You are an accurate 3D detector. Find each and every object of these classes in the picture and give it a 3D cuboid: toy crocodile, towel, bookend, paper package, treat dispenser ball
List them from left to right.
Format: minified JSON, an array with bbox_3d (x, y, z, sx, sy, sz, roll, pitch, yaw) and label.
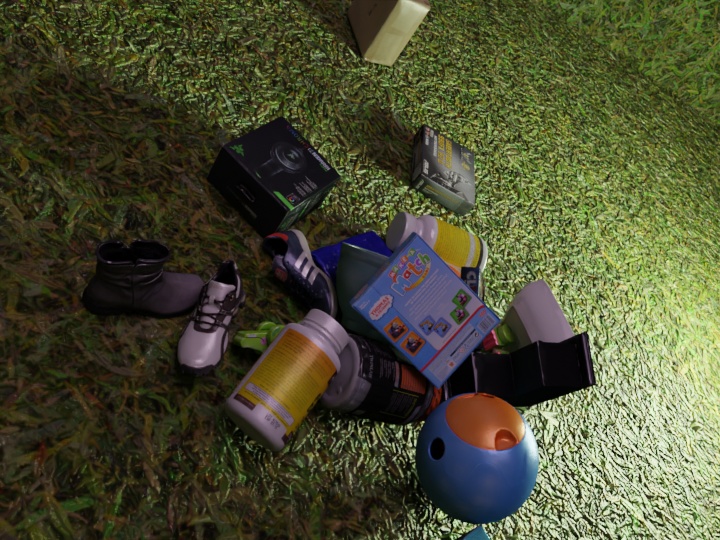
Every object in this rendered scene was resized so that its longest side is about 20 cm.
[{"bbox_3d":[-0.112,0.117,1.208,0.197,0.067,0.063,1,92,-36],"label":"toy crocodile"},{"bbox_3d":[0.000,0.000,1.411,0.198,0.050,0.149,-22,72,-46],"label":"towel"},{"bbox_3d":[0.067,-0.676,1.921,0.102,0.200,0.193,7,51,-34],"label":"paper package"},{"bbox_3d":[0.186,0.300,1.188,0.198,0.201,0.204,21,45,-22],"label":"treat dispenser ball"},{"bbox_3d":[0.268,0.170,1.442,0.061,0.067,0.204,11,61,-50],"label":"toy crocodile"},{"bbox_3d":[0.263,0.173,1.283,0.196,0.199,0.094,4,68,-22],"label":"bookend"}]

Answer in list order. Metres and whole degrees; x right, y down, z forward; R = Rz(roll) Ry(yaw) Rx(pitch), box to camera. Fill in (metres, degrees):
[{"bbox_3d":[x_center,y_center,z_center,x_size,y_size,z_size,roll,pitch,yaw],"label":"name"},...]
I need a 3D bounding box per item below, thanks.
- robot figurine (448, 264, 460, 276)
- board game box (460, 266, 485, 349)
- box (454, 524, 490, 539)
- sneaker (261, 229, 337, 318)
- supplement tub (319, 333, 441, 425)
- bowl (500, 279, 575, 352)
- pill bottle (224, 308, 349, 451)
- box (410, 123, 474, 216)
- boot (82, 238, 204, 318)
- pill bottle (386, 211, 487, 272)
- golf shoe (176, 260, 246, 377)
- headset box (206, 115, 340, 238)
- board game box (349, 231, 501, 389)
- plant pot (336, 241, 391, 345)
[{"bbox_3d":[0.145,0.069,1.418,0.141,0.118,0.202,17,46,-3],"label":"robot figurine"},{"bbox_3d":[0.205,0.074,1.355,0.200,0.034,0.139,27,66,-76],"label":"board game box"},{"bbox_3d":[0.203,0.501,1.124,0.049,0.082,0.202,-17,67,-43],"label":"box"},{"bbox_3d":[-0.113,0.014,1.296,0.083,0.076,0.201,-4,49,-41],"label":"sneaker"},{"bbox_3d":[0.033,0.184,1.214,0.198,0.122,0.124,22,44,-37],"label":"supplement tub"},{"bbox_3d":[0.341,0.143,1.467,0.073,0.201,0.203,-12,60,-14],"label":"bowl"},{"bbox_3d":[-0.103,0.158,1.100,0.109,0.109,0.201,39,67,-2],"label":"pill bottle"},{"bbox_3d":[0.200,-0.243,1.774,0.156,0.048,0.203,26,44,-17],"label":"box"},{"bbox_3d":[-0.304,0.010,1.100,0.197,0.132,0.071,-7,59,-41],"label":"boot"},{"bbox_3d":[0.155,-0.048,1.526,0.197,0.111,0.113,21,45,-24],"label":"pill bottle"},{"bbox_3d":[-0.231,0.067,1.128,0.076,0.096,0.202,10,42,1],"label":"golf shoe"},{"bbox_3d":[-0.166,-0.174,1.394,0.174,0.093,0.200,45,42,4],"label":"headset box"},{"bbox_3d":[0.103,0.064,1.165,0.200,0.151,0.037,44,1,-15],"label":"board game box"},{"bbox_3d":[0.041,0.048,1.267,0.196,0.137,0.200,18,2,-1],"label":"plant pot"}]
